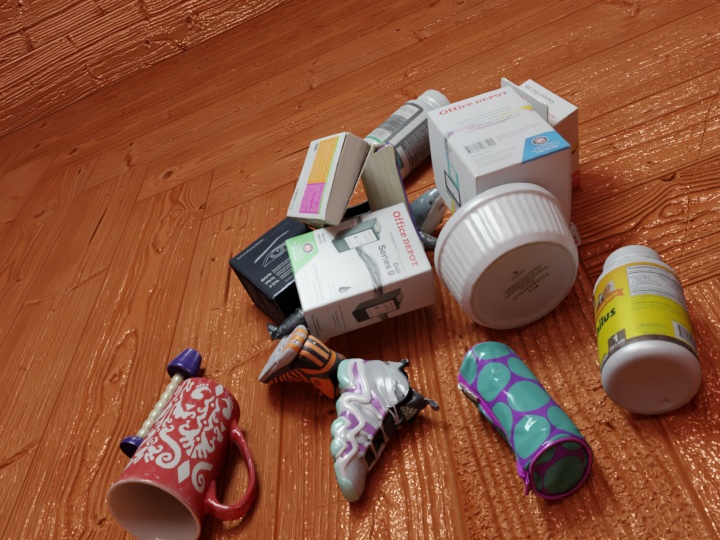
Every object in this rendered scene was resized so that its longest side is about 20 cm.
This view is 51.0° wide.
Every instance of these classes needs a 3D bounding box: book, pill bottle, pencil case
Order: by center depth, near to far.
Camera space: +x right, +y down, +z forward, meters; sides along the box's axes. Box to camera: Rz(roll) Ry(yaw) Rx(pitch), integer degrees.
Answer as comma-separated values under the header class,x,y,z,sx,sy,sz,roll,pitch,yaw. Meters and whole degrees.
class,x,y,z,sx,sy,sz,roll,pitch,yaw
pencil case,0.187,0.172,0.891,0.090,0.087,0.201,-16,31,-12
pill bottle,0.338,0.063,0.906,0.107,0.111,0.202,-12,36,22
book,-0.059,-0.143,1.204,0.199,0.047,0.137,16,86,68
pill bottle,0.098,-0.270,1.525,0.199,0.115,0.112,-42,35,-21

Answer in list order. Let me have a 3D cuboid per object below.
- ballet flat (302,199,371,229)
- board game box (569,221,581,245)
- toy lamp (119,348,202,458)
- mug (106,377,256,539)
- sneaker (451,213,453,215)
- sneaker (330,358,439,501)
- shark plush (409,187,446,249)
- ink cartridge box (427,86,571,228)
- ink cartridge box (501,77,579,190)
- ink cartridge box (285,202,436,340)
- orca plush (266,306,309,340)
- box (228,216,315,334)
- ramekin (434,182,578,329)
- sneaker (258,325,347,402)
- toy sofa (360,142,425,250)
class,x,y,z,sx,sy,sz,roll,pitch,yaw
ballet flat,-0.034,-0.103,1.362,0.066,0.058,0.198,25,22,34
board game box,0.228,-0.035,1.170,0.196,0.035,0.127,-25,23,4
toy lamp,-0.318,0.213,1.232,0.057,0.059,0.202,-7,40,29
mug,-0.233,0.272,1.061,0.134,0.175,0.202,-50,13,36
sneaker,0.185,-0.093,1.252,0.071,0.079,0.201,7,25,4
sneaker,0.036,0.196,0.980,0.136,0.079,0.204,-7,50,11
shark plush,0.062,-0.088,1.333,0.195,0.084,0.092,-8,38,28
ink cartridge box,0.203,-0.150,1.121,0.143,0.148,0.202,-17,40,-5
ink cartridge box,0.291,-0.222,1.218,0.067,0.202,0.117,-34,49,-13
ink cartridge box,0.000,0.000,1.133,0.195,0.085,0.148,-18,51,-3
orca plush,-0.059,0.050,1.203,0.195,0.073,0.105,-19,-8,-1
box,-0.117,0.009,1.314,0.147,0.106,0.199,-37,34,-14
ramekin,0.205,-0.010,1.029,0.198,0.204,0.095,-25,44,4
sneaker,-0.082,0.155,1.124,0.079,0.111,0.200,-58,9,-23
toy sofa,0.049,-0.109,1.255,0.095,0.205,0.083,-16,5,22
